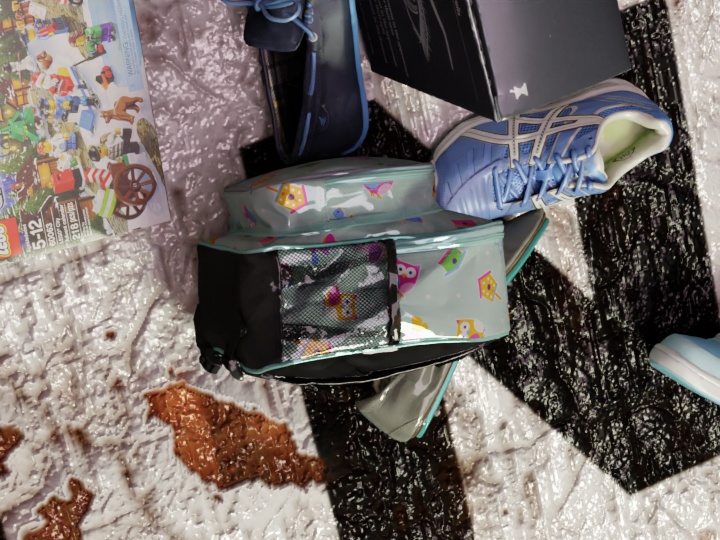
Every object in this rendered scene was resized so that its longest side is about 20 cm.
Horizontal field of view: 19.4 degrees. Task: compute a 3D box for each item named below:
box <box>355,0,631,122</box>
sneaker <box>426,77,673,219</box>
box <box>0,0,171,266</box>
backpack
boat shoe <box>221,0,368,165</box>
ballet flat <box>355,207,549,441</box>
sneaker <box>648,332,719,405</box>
[{"bbox_3d":[0.074,-0.196,1.382,0.104,0.200,0.148,-22,114,-18],"label":"box"},{"bbox_3d":[0.133,-0.084,1.516,0.200,0.077,0.076,-26,116,-15],"label":"sneaker"},{"bbox_3d":[-0.207,-0.112,1.366,0.136,0.038,0.200,-17,112,-21],"label":"box"},{"bbox_3d":[0.000,0.000,1.416,0.200,0.176,0.154,2,89,-17],"label":"backpack"},{"bbox_3d":[-0.043,-0.161,1.403,0.069,0.084,0.200,-28,114,-28],"label":"boat shoe"},{"bbox_3d":[0.063,0.028,1.527,0.064,0.067,0.200,31,88,-1],"label":"ballet flat"},{"bbox_3d":[0.318,0.048,1.647,0.200,0.080,0.131,18,99,-39],"label":"sneaker"}]
